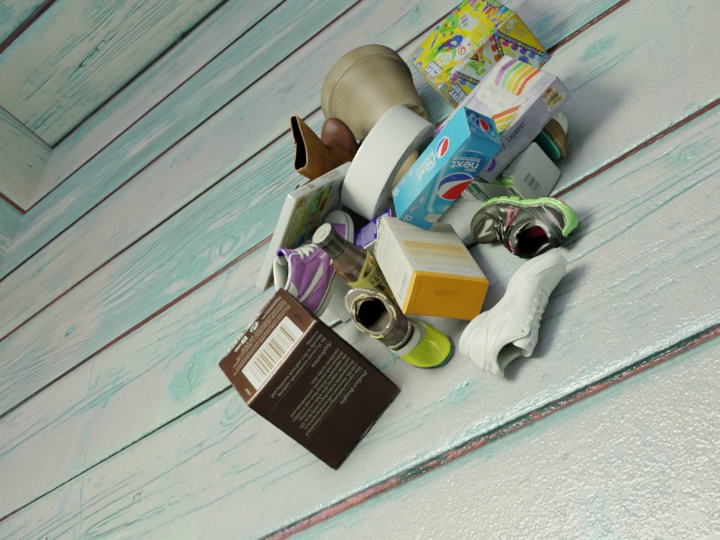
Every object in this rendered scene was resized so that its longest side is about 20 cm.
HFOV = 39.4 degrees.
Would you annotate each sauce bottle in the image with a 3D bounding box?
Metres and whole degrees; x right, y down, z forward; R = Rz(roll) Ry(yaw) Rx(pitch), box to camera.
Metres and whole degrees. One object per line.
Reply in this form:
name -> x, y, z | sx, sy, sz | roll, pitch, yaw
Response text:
sauce bottle -> 0.000, 0.000, 1.658 | 0.066, 0.200, 0.066 | -31, 36, 26

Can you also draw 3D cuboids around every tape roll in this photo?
tape roll -> 0.049, -0.184, 1.746 | 0.203, 0.070, 0.203 | -54, -13, -18

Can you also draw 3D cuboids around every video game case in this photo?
video game case -> -0.092, -0.076, 1.716 | 0.182, 0.023, 0.201 | -35, -25, -49

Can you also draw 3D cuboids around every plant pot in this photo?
plant pot -> 0.042, -0.323, 2.008 | 0.200, 0.200, 0.174 | -44, 45, 8

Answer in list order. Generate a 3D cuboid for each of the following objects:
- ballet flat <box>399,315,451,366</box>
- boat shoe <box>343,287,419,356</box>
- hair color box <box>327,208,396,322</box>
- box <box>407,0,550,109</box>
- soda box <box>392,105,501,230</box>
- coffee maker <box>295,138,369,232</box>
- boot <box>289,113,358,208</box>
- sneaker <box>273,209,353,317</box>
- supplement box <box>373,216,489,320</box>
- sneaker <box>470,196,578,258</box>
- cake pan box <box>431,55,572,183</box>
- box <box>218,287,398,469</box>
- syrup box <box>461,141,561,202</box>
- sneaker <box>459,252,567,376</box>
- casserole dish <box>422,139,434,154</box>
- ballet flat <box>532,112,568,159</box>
ballet flat -> 0.066, 0.099, 1.590 | 0.067, 0.067, 0.200 | -54, 30, -6
boat shoe -> 0.021, 0.066, 1.559 | 0.072, 0.059, 0.200 | -50, 32, 0
hair color box -> 0.010, -0.007, 1.742 | 0.199, 0.109, 0.065 | -33, 34, 25
box -> 0.218, -0.405, 1.910 | 0.192, 0.122, 0.200 | -43, 31, 9
soda box -> 0.131, -0.156, 1.565 | 0.200, 0.064, 0.068 | -50, 35, 37
coffee maker -> -0.011, -0.127, 1.918 | 0.200, 0.134, 0.193 | -44, 55, 11
boot -> -0.077, -0.223, 1.789 | 0.068, 0.200, 0.190 | -13, 66, 25
sneaker -> -0.081, -0.032, 1.672 | 0.072, 0.114, 0.202 | -11, 53, 44
supplement box -> 0.107, -0.005, 1.584 | 0.201, 0.125, 0.074 | -114, 34, -58
sneaker -> 0.237, -0.063, 1.541 | 0.199, 0.077, 0.084 | -5, 47, 52
cake pan box -> 0.222, -0.247, 1.639 | 0.200, 0.052, 0.184 | -47, 27, 5
box -> -0.084, 0.167, 1.578 | 0.166, 0.200, 0.164 | -50, 30, -3
syrup box -> 0.227, -0.162, 1.663 | 0.082, 0.079, 0.199 | -56, 30, -12
sneaker -> 0.234, 0.066, 1.423 | 0.200, 0.075, 0.100 | -49, 48, 0
casserole dish -> 0.121, -0.174, 1.781 | 0.122, 0.039, 0.200 | -64, -5, 30
ballet flat -> 0.301, -0.236, 1.681 | 0.072, 0.068, 0.200 | -33, 24, -11
